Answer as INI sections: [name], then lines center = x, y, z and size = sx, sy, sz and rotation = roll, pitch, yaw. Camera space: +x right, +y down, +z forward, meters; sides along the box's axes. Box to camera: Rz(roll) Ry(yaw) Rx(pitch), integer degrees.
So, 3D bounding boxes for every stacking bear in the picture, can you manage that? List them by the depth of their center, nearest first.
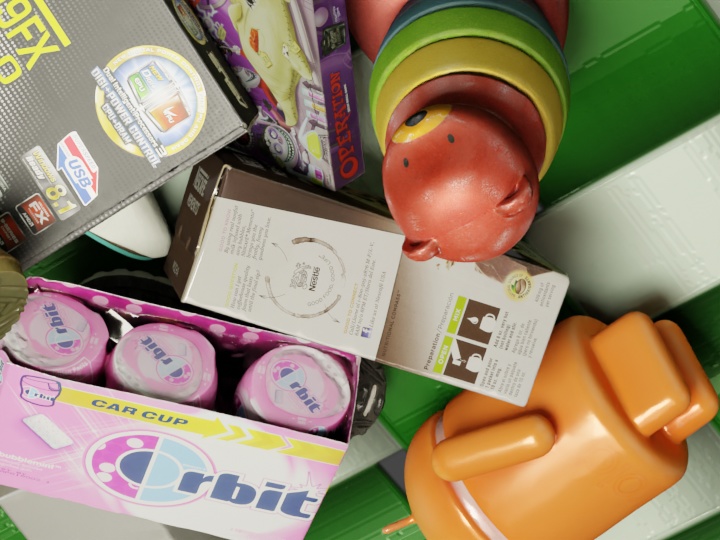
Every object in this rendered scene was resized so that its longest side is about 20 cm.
[stacking bear]
center = 0.054, -0.080, 1.437
size = 0.121, 0.200, 0.114
rotation = -21, 121, 18

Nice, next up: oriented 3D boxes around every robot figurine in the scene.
[robot figurine]
center = 0.107, 0.103, 1.609
size = 0.200, 0.144, 0.117
rotation = -37, 103, 22

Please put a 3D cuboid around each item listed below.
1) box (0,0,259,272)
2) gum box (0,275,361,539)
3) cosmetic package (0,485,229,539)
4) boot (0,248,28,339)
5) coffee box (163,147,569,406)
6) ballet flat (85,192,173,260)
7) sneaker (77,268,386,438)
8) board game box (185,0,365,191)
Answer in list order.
[box]
center = -0.174, -0.120, 1.474
size = 0.160, 0.044, 0.200
rotation = -30, 100, 15
[gum box]
center = -0.112, 0.079, 1.532
size = 0.199, 0.066, 0.114
rotation = 14, 141, -9
[cosmetic package]
center = -0.127, 0.160, 1.678
size = 0.090, 0.107, 0.200
rotation = -26, 118, 20
[boot]
center = -0.262, -0.034, 1.485
size = 0.066, 0.200, 0.175
rotation = -9, 156, -40
[coffee box]
center = 0.000, 0.000, 1.532
size = 0.199, 0.113, 0.080
rotation = 17, 97, -12
[ballet flat]
center = -0.177, -0.077, 1.544
size = 0.200, 0.070, 0.069
rotation = 32, 121, -13
[sneaker]
center = -0.079, 0.044, 1.618
size = 0.200, 0.079, 0.074
rotation = 18, 88, -13
[board game box]
center = -0.058, -0.147, 1.465
size = 0.120, 0.032, 0.201
rotation = 27, 137, 40
